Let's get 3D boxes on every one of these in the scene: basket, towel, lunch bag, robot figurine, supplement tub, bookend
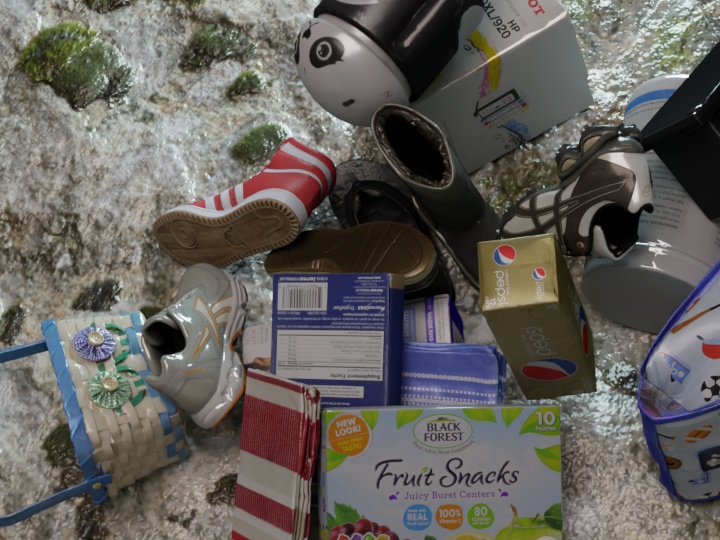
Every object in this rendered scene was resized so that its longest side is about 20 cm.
[{"bbox_3d":[-0.270,0.129,1.696,0.199,0.139,0.177,-22,58,-7],"label":"basket"},{"bbox_3d":[-0.074,0.190,1.573,0.023,0.144,0.202,5,91,-25],"label":"towel"},{"bbox_3d":[0.314,0.088,1.516,0.200,0.170,0.124,-43,56,-10],"label":"lunch bag"},{"bbox_3d":[0.028,-0.222,1.634,0.125,0.150,0.200,36,78,14],"label":"robot figurine"},{"bbox_3d":[0.049,0.161,1.596,0.144,0.024,0.202,3,85,15],"label":"towel"},{"bbox_3d":[0.279,-0.059,1.632,0.131,0.132,0.201,9,64,22],"label":"supplement tub"},{"bbox_3d":[0.363,-0.103,1.560,0.199,0.092,0.200,50,60,-9],"label":"bookend"}]

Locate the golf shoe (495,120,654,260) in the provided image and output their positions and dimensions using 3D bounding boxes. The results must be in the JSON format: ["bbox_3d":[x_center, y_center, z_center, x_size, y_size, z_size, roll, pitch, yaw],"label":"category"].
[{"bbox_3d":[0.179,-0.035,1.548,0.077,0.200,0.095,-7,61,-28],"label":"golf shoe"}]

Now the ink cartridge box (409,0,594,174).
[{"bbox_3d":[0.095,-0.200,1.761,0.199,0.145,0.148,-30,57,0],"label":"ink cartridge box"}]

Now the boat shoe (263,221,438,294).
[{"bbox_3d":[0.000,0.000,1.697,0.199,0.065,0.073,5,51,45],"label":"boat shoe"}]

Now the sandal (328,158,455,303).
[{"bbox_3d":[0.029,-0.040,1.750,0.075,0.048,0.201,-32,58,-1],"label":"sandal"}]

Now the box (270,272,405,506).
[{"bbox_3d":[-0.023,0.103,1.600,0.120,0.032,0.202,0,85,29],"label":"box"}]

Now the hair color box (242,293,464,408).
[{"bbox_3d":[-0.006,0.096,1.676,0.199,0.065,0.110,-11,60,14],"label":"hair color box"}]

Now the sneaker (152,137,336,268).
[{"bbox_3d":[-0.107,-0.066,1.790,0.199,0.071,0.113,-9,32,42],"label":"sneaker"}]

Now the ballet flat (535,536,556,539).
[{"bbox_3d":[0.168,0.251,1.495,0.199,0.072,0.072,9,61,-8],"label":"ballet flat"}]

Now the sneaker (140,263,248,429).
[{"bbox_3d":[-0.157,0.049,1.681,0.076,0.092,0.201,-45,30,22],"label":"sneaker"}]

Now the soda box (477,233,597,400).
[{"bbox_3d":[0.153,0.042,1.572,0.067,0.200,0.064,-8,63,13],"label":"soda box"}]

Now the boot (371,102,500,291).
[{"bbox_3d":[0.093,-0.056,1.636,0.182,0.200,0.073,40,80,16],"label":"boot"}]

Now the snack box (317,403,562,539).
[{"bbox_3d":[0.066,0.183,1.536,0.198,0.053,0.143,-1,86,-10],"label":"snack box"}]
